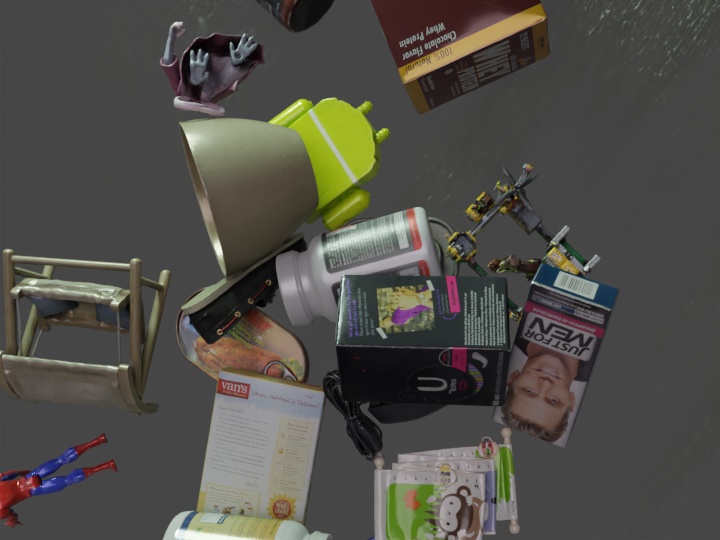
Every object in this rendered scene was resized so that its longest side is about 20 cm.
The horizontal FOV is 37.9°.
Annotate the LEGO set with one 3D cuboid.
[{"bbox_3d":[0.201,-0.018,1.297,0.153,0.116,0.201,-37,82,2],"label":"LEGO set"}]

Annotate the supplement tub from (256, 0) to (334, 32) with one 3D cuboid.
[{"bbox_3d":[-0.128,-0.428,1.441,0.107,0.107,0.200,-46,76,2],"label":"supplement tub"}]

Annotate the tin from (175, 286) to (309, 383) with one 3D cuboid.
[{"bbox_3d":[-0.156,0.103,1.406,0.199,0.042,0.113,35,94,14],"label":"tin"}]

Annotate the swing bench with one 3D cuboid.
[{"bbox_3d":[-0.374,0.086,1.408,0.196,0.130,0.203,4,83,12],"label":"swing bench"}]

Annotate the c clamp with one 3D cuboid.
[{"bbox_3d":[0.055,0.011,1.379,0.197,0.027,0.174,6,83,12],"label":"c clamp"}]

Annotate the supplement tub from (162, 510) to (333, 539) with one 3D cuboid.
[{"bbox_3d":[-0.137,0.375,1.282,0.197,0.144,0.147,3,82,10],"label":"supplement tub"}]

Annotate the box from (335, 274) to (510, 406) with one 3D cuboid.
[{"bbox_3d":[0.074,0.083,1.233,0.197,0.123,0.107,1,52,5],"label":"box"}]

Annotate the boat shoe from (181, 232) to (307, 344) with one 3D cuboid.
[{"bbox_3d":[-0.142,0.019,1.375,0.201,0.073,0.064,-40,104,-30],"label":"boat shoe"}]

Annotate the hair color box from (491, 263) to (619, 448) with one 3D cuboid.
[{"bbox_3d":[0.232,0.104,1.261,0.099,0.061,0.202,19,120,15],"label":"hair color box"}]

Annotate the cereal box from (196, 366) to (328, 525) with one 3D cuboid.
[{"bbox_3d":[-0.127,0.237,1.355,0.142,0.040,0.203,11,94,7],"label":"cereal box"}]

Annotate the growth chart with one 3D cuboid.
[{"bbox_3d":[0.104,0.285,1.301,0.197,0.018,0.147,-13,73,16],"label":"growth chart"}]

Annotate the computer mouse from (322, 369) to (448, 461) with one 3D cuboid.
[{"bbox_3d":[0.064,0.153,1.321,0.198,0.053,0.140,-27,112,0],"label":"computer mouse"}]

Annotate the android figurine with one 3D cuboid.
[{"bbox_3d":[-0.053,-0.149,1.417,0.199,0.041,0.183,-37,75,8],"label":"android figurine"}]

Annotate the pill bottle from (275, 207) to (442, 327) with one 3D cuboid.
[{"bbox_3d":[0.000,0.000,1.321,0.197,0.116,0.118,-15,79,6],"label":"pill bottle"}]

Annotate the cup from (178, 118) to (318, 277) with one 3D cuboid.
[{"bbox_3d":[-0.135,-0.110,1.334,0.141,0.200,0.203,-18,78,-10],"label":"cup"}]

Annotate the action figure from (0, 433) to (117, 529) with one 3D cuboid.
[{"bbox_3d":[-0.432,0.292,1.431,0.198,0.099,0.066,-21,74,-14],"label":"action figure"}]

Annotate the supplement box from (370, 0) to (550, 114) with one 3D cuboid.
[{"bbox_3d":[0.119,-0.348,1.362,0.195,0.133,0.202,-23,78,8],"label":"supplement box"}]

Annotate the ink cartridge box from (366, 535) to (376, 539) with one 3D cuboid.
[{"bbox_3d":[0.064,0.423,1.311,0.198,0.041,0.202,-29,77,7],"label":"ink cartridge box"}]

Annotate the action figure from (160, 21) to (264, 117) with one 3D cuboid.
[{"bbox_3d":[-0.201,-0.248,1.402,0.132,0.199,0.151,13,77,-23],"label":"action figure"}]
